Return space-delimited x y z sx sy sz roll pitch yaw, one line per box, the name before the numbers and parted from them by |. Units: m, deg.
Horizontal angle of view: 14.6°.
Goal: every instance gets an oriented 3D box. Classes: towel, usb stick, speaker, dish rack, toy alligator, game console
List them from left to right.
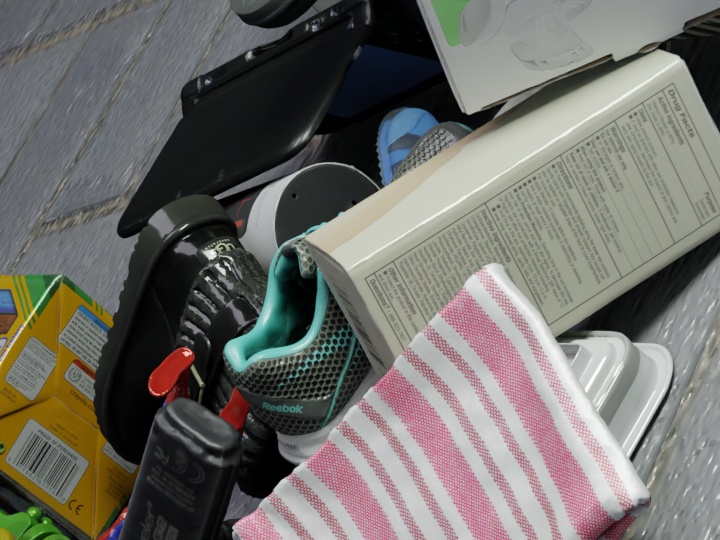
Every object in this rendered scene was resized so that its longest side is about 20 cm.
toy alligator | -0.197 0.169 1.677 0.054 0.059 0.200 -39 40 2
usb stick | -0.105 0.152 1.480 0.033 0.055 0.201 -32 -30 -46
speaker | -0.058 -0.010 1.682 0.081 0.081 0.200 -59 19 -21
game console | -0.029 -0.085 1.723 0.199 0.175 0.117 -21 65 49
towel | 0.034 0.114 1.318 0.200 0.030 0.147 -48 57 23
dish rack | 0.055 0.095 1.410 0.200 0.044 0.172 -1 52 58

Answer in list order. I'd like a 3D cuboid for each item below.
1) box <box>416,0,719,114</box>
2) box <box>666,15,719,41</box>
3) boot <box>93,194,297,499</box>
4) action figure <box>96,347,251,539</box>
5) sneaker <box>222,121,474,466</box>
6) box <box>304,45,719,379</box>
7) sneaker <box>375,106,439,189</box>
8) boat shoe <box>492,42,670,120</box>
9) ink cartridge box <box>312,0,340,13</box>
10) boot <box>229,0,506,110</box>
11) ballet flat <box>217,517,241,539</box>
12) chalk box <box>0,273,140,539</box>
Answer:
box | 0.111 -0.195 1.421 0.199 0.097 0.177 -21 41 4
box | 0.154 -0.170 1.495 0.199 0.069 0.083 -5 47 22
boot | -0.078 0.078 1.612 0.079 0.212 0.158 -23 55 -29
action figure | -0.111 0.136 1.529 0.099 0.065 0.200 -55 -11 -32
sneaker | 0.000 0.000 1.458 0.077 0.091 0.201 12 67 48
box | 0.084 -0.024 1.402 0.199 0.095 0.078 -31 20 -9
sneaker | 0.052 -0.039 1.598 0.078 0.066 0.200 -20 28 10
boat shoe | 0.121 -0.086 1.539 0.072 0.060 0.203 14 62 25
ink cartridge box | 0.000 -0.240 1.796 0.083 0.200 0.147 -28 32 38
boot | 0.031 -0.154 1.625 0.065 0.200 0.165 4 58 49
ballet flat | -0.036 0.183 1.427 0.200 0.056 0.067 -120 38 -59
chalk box | -0.221 0.085 1.793 0.124 0.125 0.200 -57 26 -17
